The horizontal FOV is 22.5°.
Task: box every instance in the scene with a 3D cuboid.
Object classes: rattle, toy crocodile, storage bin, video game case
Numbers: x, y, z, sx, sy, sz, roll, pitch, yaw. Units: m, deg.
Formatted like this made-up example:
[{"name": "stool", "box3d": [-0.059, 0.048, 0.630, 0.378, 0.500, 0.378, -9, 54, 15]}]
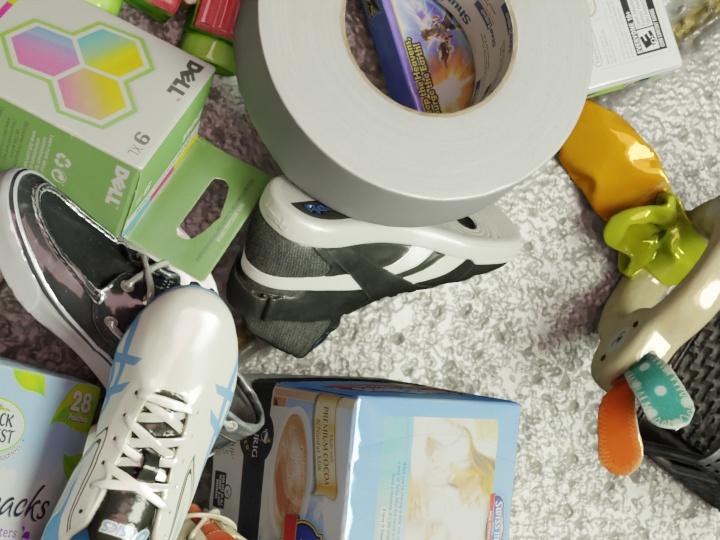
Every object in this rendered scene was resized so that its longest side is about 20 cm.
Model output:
[{"name": "rattle", "box3d": [0.155, 0.003, 1.100, 0.143, 0.130, 0.200, 53, 55, -23]}, {"name": "toy crocodile", "box3d": [-0.113, -0.168, 1.071, 0.199, 0.062, 0.068, 22, 85, -16]}, {"name": "storage bin", "box3d": [0.278, 0.059, 1.150, 0.094, 0.135, 0.201, 37, 81, -13]}, {"name": "video game case", "box3d": [0.086, -0.196, 1.127, 0.180, 0.045, 0.201, -16, 87, -17]}]

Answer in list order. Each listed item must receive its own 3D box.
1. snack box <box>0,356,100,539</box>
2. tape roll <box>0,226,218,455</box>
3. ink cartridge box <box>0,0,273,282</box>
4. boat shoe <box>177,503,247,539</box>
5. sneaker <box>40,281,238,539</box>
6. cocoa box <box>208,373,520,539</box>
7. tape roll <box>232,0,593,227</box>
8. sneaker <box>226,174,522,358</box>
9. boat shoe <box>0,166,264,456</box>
[{"name": "snack box", "box3d": [-0.229, 0.137, 0.919, 0.168, 0.067, 0.201, 20, 83, -60]}, {"name": "tape roll", "box3d": [-0.180, 0.044, 1.051, 0.201, 0.071, 0.204, 0, 90, -17]}, {"name": "ink cartridge box", "box3d": [-0.148, -0.087, 1.012, 0.199, 0.059, 0.104, 28, 44, 2]}, {"name": "boat shoe", "box3d": [-0.100, 0.163, 1.016, 0.071, 0.199, 0.063, 8, 78, -38]}, {"name": "sneaker", "box3d": [-0.112, 0.103, 0.931, 0.071, 0.072, 0.201, 20, 100, -19]}, {"name": "cocoa box", "box3d": [-0.002, 0.166, 1.054, 0.133, 0.131, 0.202, 6, 89, -39]}, {"name": "tape roll", "box3d": [0.030, -0.128, 1.035, 0.199, 0.066, 0.202, 4, 75, -16]}, {"name": "sneaker", "box3d": [0.000, 0.000, 1.111, 0.199, 0.073, 0.112, 4, 129, -40]}, {"name": "boat shoe", "box3d": [-0.123, 0.020, 0.972, 0.067, 0.072, 0.201, -22, 113, 27]}]
